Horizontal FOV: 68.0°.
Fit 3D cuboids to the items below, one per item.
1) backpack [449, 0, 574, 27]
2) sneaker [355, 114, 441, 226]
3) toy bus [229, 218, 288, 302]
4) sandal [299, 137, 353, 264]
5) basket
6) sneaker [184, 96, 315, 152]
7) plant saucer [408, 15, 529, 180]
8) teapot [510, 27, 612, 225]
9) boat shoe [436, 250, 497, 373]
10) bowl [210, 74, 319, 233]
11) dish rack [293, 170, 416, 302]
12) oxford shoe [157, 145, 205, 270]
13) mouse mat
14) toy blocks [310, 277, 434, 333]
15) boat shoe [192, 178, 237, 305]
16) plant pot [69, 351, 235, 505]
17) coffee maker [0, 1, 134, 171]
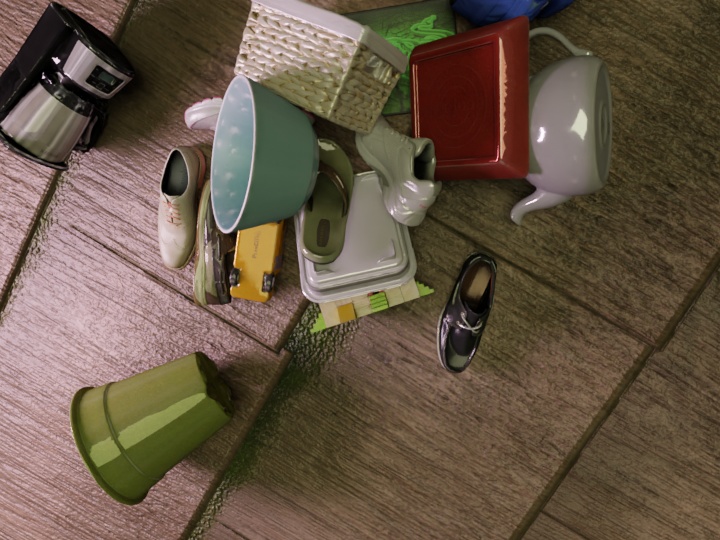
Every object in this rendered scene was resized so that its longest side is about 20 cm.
[{"bbox_3d":[0.226,-0.419,0.718,0.167,0.163,0.201,34,98,-4],"label":"backpack"},{"bbox_3d":[0.063,-0.168,0.772,0.099,0.078,0.201,-43,63,38],"label":"sneaker"},{"bbox_3d":[-0.153,-0.057,0.835,0.065,0.078,0.202,9,98,2],"label":"toy bus"},{"bbox_3d":[-0.048,-0.107,0.755,0.079,0.057,0.202,-1,64,-2],"label":"sandal"},{"bbox_3d":[-0.059,-0.287,0.744,0.199,0.135,0.124,32,107,24],"label":"basket"},{"bbox_3d":[-0.171,-0.208,0.814,0.198,0.081,0.089,8,97,4],"label":"sneaker"},{"bbox_3d":[0.138,-0.227,0.742,0.037,0.199,0.202,-13,105,-39],"label":"plant saucer"},{"bbox_3d":[0.265,-0.200,0.750,0.145,0.198,0.201,3,56,33],"label":"teapot"},{"bbox_3d":[0.166,0.069,0.837,0.071,0.068,0.201,14,100,0],"label":"boat shoe"},{"bbox_3d":[-0.125,-0.148,0.716,0.104,0.200,0.202,2,99,-29],"label":"bowl"},{"bbox_3d":[-0.017,-0.062,0.789,0.170,0.044,0.201,-13,61,4],"label":"dish rack"},{"bbox_3d":[-0.294,-0.097,0.841,0.070,0.074,0.202,7,98,3],"label":"oxford shoe"},{"bbox_3d":[0.052,-0.322,0.821,0.198,0.008,0.162,-7,97,4],"label":"mouse mat"},{"bbox_3d":[0.000,0.000,0.833,0.199,0.100,0.138,-18,86,3],"label":"toy blocks"},{"bbox_3d":[-0.227,-0.042,0.852,0.064,0.073,0.202,5,102,-8],"label":"boat shoe"},{"bbox_3d":[-0.308,0.227,0.845,0.189,0.200,0.201,-29,95,-6],"label":"plant pot"},{"bbox_3d":[-0.465,-0.287,0.798,0.192,0.135,0.200,42,98,-2],"label":"coffee maker"}]
